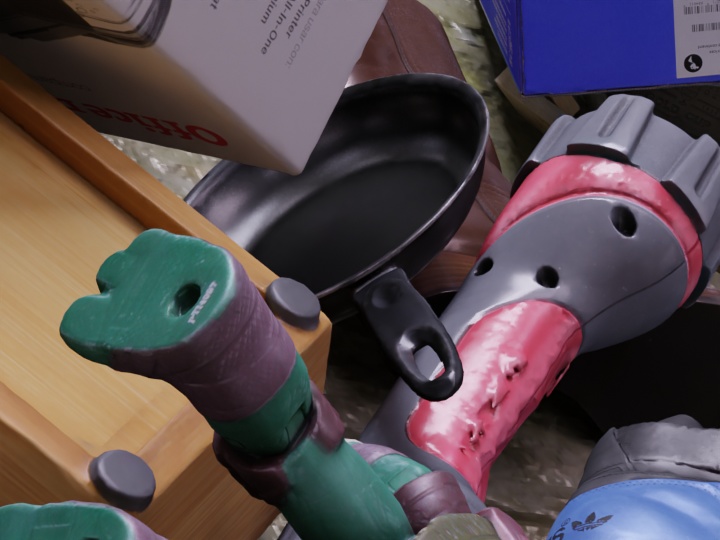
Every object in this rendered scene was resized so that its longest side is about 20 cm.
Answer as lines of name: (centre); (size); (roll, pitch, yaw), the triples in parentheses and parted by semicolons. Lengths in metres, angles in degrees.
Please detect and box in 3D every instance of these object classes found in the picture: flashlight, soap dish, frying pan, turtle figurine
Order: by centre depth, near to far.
turtle figurine: (0.003, 0.088, 0.612); (0.200, 0.100, 0.150); (47, 32, -37)
soap dish: (-0.110, 0.010, 0.694); (0.200, 0.081, 0.157); (39, 29, 5)
flashlight: (0.044, 0.032, 0.775); (0.068, 0.068, 0.200); (33, 47, 1)
frying pan: (0.011, -0.011, 0.795); (0.190, 0.115, 0.031); (18, -35, 53)

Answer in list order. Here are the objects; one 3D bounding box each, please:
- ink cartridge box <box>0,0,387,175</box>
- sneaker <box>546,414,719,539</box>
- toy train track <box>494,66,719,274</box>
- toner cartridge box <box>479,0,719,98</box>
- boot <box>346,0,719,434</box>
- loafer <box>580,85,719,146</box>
ink cartridge box: (-0.102, -0.117, 0.753); (0.145, 0.084, 0.200); (14, -18, 40)
sneaker: (0.144, 0.110, 0.772); (0.199, 0.077, 0.111); (27, 39, 0)
toy train track: (0.117, -0.029, 0.976); (0.200, 0.033, 0.115); (42, -5, 46)
toner cartridge box: (0.095, -0.111, 1.025); (0.094, 0.043, 0.200); (-3, 18, -1)
boot: (0.051, -0.030, 0.946); (0.186, 0.064, 0.200); (17, 29, -33)
loafer: (0.175, -0.038, 1.071); (0.199, 0.070, 0.070); (24, 26, -1)
